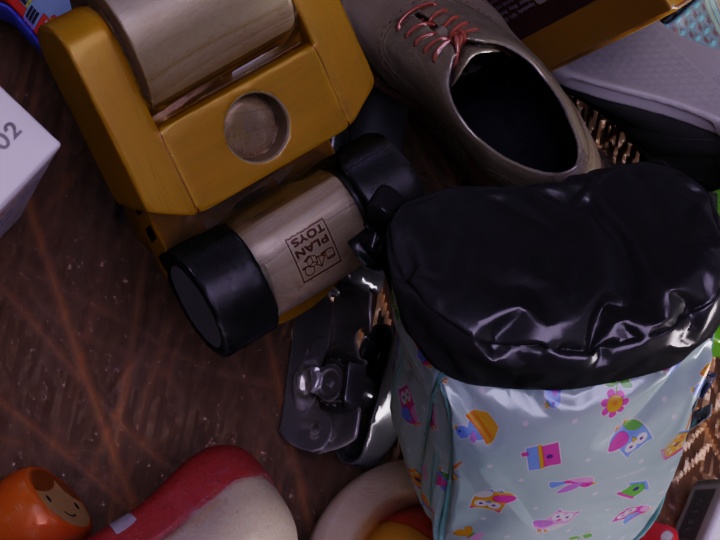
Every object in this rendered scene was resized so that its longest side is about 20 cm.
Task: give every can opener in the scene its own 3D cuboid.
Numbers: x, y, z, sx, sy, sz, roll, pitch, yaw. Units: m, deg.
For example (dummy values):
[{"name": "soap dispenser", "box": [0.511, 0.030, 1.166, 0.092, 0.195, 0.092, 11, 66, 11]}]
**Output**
[{"name": "can opener", "box": [0.000, 0.000, 0.923, 0.067, 0.053, 0.202, 22, 72, -46]}]

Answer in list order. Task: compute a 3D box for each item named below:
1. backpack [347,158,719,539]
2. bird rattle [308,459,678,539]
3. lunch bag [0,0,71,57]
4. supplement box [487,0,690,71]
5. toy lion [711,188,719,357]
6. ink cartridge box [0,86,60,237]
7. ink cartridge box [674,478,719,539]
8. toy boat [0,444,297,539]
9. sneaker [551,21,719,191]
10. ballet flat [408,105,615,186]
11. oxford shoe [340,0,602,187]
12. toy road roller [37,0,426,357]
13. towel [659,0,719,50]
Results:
[{"name": "backpack", "box": [0.077, 0.052, 0.805, 0.165, 0.201, 0.127, -2, 53, -6]}, {"name": "bird rattle", "box": [0.053, 0.161, 0.881, 0.163, 0.113, 0.200, 42, 68, 11]}, {"name": "lunch bag", "box": [-0.119, -0.190, 0.872, 0.200, 0.094, 0.151, -42, 74, -5]}, {"name": "supplement box", "box": [0.129, -0.238, 0.867, 0.197, 0.133, 0.201, -36, 98, -26]}, {"name": "toy lion", "box": [0.175, 0.004, 0.915, 0.200, 0.191, 0.069, 26, 46, -51]}, {"name": "ink cartridge box", "box": [-0.200, -0.026, 0.778, 0.068, 0.200, 0.115, 42, 72, -6]}, {"name": "ink cartridge box", "box": [0.219, 0.239, 0.943, 0.173, 0.044, 0.201, 31, 73, -14]}, {"name": "toy boat", "box": [-0.130, 0.144, 0.826, 0.199, 0.131, 0.131, -30, 59, -17]}, {"name": "sneaker", "box": [0.148, -0.083, 0.951, 0.199, 0.100, 0.071, 25, 57, 17]}, {"name": "ballet flat", "box": [0.077, -0.076, 0.951, 0.200, 0.046, 0.067, 43, 73, -6]}, {"name": "oxford shoe", "box": [0.045, -0.107, 0.839, 0.070, 0.075, 0.200, -43, 75, -7]}, {"name": "toy road roller", "box": [-0.071, -0.066, 0.839, 0.122, 0.146, 0.201, -31, 111, -19]}, {"name": "towel", "box": [0.270, -0.139, 1.018, 0.200, 0.022, 0.147, -42, 103, -23]}]
